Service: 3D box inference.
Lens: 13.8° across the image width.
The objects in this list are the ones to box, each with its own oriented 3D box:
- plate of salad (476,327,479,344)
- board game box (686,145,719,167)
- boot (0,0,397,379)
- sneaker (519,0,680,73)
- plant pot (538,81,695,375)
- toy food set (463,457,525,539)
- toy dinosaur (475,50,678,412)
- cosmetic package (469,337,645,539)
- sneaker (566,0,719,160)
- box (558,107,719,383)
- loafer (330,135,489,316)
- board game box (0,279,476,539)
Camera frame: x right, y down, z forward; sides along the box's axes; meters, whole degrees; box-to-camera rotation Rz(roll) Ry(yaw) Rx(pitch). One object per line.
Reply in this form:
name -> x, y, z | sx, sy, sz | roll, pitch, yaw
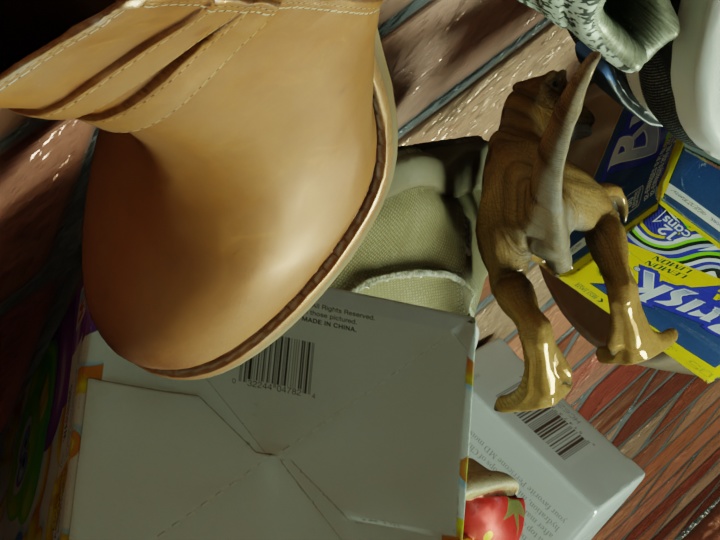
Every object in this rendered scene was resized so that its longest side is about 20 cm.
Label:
plate of salad -> -0.012, 0.103, 1.285 | 0.200, 0.048, 0.200 | -43, 168, -12
board game box -> 0.193, -0.108, 0.891 | 0.105, 0.103, 0.200 | 10, 104, -28
boot -> -0.044, -0.047, 0.637 | 0.155, 0.074, 0.200 | -28, 146, -60
sneaker -> 0.072, -0.116, 0.759 | 0.077, 0.089, 0.200 | -42, 167, -19
plant pot -> 0.167, -0.027, 1.197 | 0.174, 0.200, 0.200 | -11, 146, -41
toy food set -> -0.028, 0.129, 1.145 | 0.198, 0.049, 0.200 | -13, 165, -45
toy dinosaur -> 0.052, -0.015, 0.873 | 0.060, 0.106, 0.200 | -19, -171, 3
cosmetic package -> 0.033, 0.141, 1.431 | 0.200, 0.101, 0.071 | -51, 168, 25
sneaker -> 0.100, -0.138, 0.860 | 0.073, 0.112, 0.200 | 6, 101, -30
box -> 0.138, -0.064, 1.017 | 0.064, 0.070, 0.200 | -40, -160, 50
loafer -> 0.000, 0.000, 0.883 | 0.076, 0.068, 0.200 | -11, -176, 24
board game box -> -0.051, 0.089, 0.826 | 0.200, 0.105, 0.103 | 125, -27, -59
